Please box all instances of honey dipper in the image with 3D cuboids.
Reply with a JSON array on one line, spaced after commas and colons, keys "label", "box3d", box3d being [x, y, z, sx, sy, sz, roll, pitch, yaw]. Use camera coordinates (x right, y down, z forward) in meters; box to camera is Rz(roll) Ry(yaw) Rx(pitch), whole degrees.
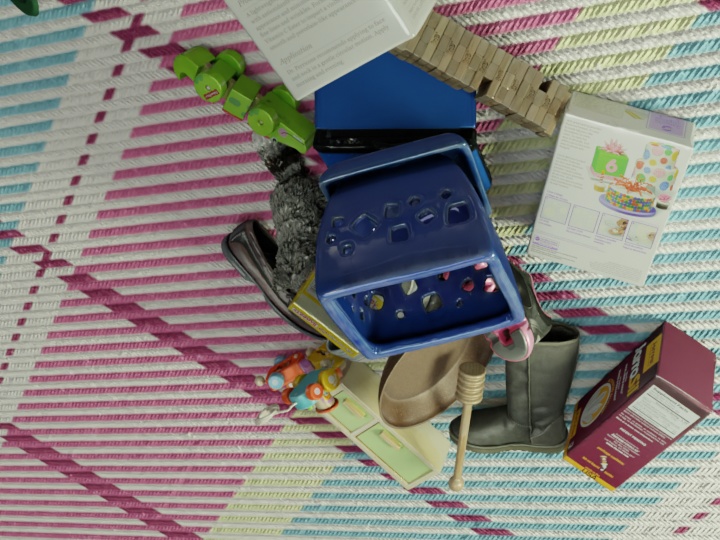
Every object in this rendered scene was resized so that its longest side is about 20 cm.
[{"label": "honey dipper", "box3d": [0.139, 0.216, 1.504, 0.038, 0.038, 0.201, 13, 120, 13]}]

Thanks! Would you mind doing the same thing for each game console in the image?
[{"label": "game console", "box3d": [0.053, -0.182, 1.329, 0.199, 0.119, 0.171, 3, 158, 20]}]

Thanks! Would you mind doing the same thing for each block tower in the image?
[{"label": "block tower", "box3d": [0.133, -0.218, 1.218, 0.199, 0.054, 0.058, 26, 89, -9]}]

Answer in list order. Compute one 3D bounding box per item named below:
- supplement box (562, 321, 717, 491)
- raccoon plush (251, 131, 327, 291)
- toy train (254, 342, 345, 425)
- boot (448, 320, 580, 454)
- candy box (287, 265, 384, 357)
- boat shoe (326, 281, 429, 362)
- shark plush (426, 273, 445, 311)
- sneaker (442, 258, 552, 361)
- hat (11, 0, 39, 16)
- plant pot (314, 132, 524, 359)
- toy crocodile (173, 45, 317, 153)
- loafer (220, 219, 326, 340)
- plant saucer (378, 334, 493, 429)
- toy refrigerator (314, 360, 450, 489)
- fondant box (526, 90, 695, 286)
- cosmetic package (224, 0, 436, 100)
[{"label": "supplement box", "box3d": [0.355, 0.175, 1.418, 0.085, 0.111, 0.200, 33, 130, -4]}, {"label": "raccoon plush", "box3d": [-0.100, -0.064, 1.402, 0.200, 0.134, 0.097, 45, 130, -15]}, {"label": "toy train", "box3d": [-0.081, 0.163, 1.549, 0.150, 0.200, 0.056, -32, 106, 11]}, {"label": "boot", "box3d": [0.203, 0.156, 1.492, 0.181, 0.073, 0.201, -2, 132, 8]}, {"label": "candy box", "box3d": [0.000, 0.000, 1.371, 0.102, 0.200, 0.026, 39, 146, -10]}, {"label": "boat shoe", "box3d": [0.021, 0.055, 1.462, 0.071, 0.070, 0.201, 7, 138, -34]}, {"label": "shark plush", "box3d": [0.073, 0.054, 1.472, 0.083, 0.091, 0.201, 42, 143, 29]}, {"label": "sneaker", "box3d": [0.172, 0.012, 1.394, 0.079, 0.095, 0.201, -33, 84, 52]}, {"label": "hat", "box3d": [-0.352, -0.413, 1.317, 0.200, 0.176, 0.166, 30, 148, 51]}, {"label": "plant pot", "box3d": [0.061, -0.032, 1.252, 0.199, 0.181, 0.200, -14, 152, 11]}, {"label": "toy crocodile", "box3d": [-0.140, -0.208, 1.355, 0.200, 0.068, 0.062, 33, 136, -2]}, {"label": "loafer", "box3d": [-0.100, 0.013, 1.508, 0.200, 0.072, 0.063, 43, 125, -9]}, {"label": "plant saucer", "box3d": [0.095, 0.120, 1.457, 0.037, 0.200, 0.201, 45, 140, 33]}, {"label": "toy refrigerator", "box3d": [0.030, 0.225, 1.614, 0.200, 0.070, 0.076, 44, 129, -13]}, {"label": "fondant box", "box3d": [0.284, -0.091, 1.279, 0.144, 0.058, 0.201, 17, 131, 9]}, {"label": "cosmetic package", "box3d": [-0.039, -0.323, 1.160, 0.164, 0.165, 0.200, -21, 116, 33]}]
